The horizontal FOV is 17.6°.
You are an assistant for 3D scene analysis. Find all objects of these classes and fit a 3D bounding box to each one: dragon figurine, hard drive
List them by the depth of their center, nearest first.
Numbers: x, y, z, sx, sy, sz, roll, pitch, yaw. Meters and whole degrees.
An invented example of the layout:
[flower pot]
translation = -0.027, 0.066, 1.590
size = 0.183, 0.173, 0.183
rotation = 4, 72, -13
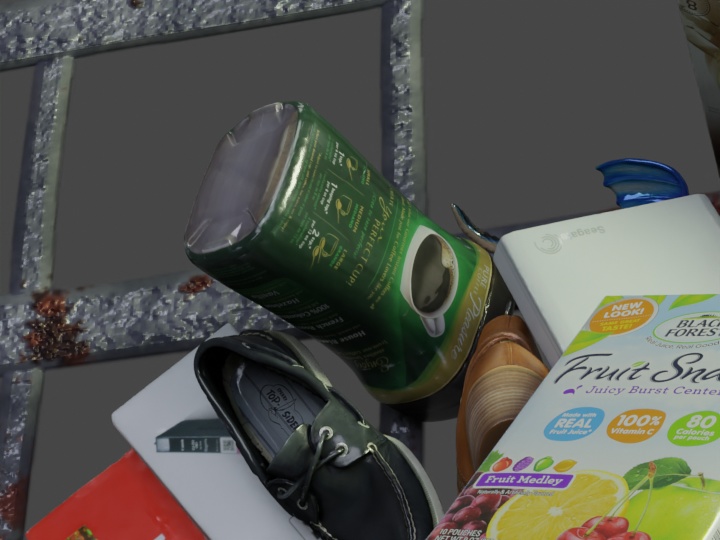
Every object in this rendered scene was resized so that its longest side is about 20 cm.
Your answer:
[hard drive]
translation = 0.169, 0.050, 1.221
size = 0.131, 0.026, 0.201
rotation = -11, 53, -21
[dragon figurine]
translation = 0.160, -0.024, 1.347
size = 0.199, 0.059, 0.100
rotation = 16, 62, 22

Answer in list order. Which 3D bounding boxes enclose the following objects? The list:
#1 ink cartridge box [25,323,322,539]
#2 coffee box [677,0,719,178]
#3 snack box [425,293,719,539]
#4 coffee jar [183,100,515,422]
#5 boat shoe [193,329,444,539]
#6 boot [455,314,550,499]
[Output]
[ink cartridge box]
translation = -0.085, 0.150, 1.327
size = 0.173, 0.044, 0.200
rotation = -38, 54, -10
[coffee box]
translation = 0.252, -0.126, 1.296
size = 0.114, 0.200, 0.080
rotation = 16, 63, 28
[snack box]
translation = 0.137, 0.086, 1.078
size = 0.141, 0.053, 0.200
rotation = 0, 34, 37
[coffee jar]
translation = 0.000, 0.000, 1.306
size = 0.085, 0.200, 0.105
rotation = -14, 48, 45
[boat shoe]
translation = -0.029, 0.098, 1.260
size = 0.075, 0.066, 0.200
rotation = -52, 50, 20
[boot]
translation = 0.077, 0.133, 1.250
size = 0.076, 0.201, 0.155
rotation = -5, 19, 3
